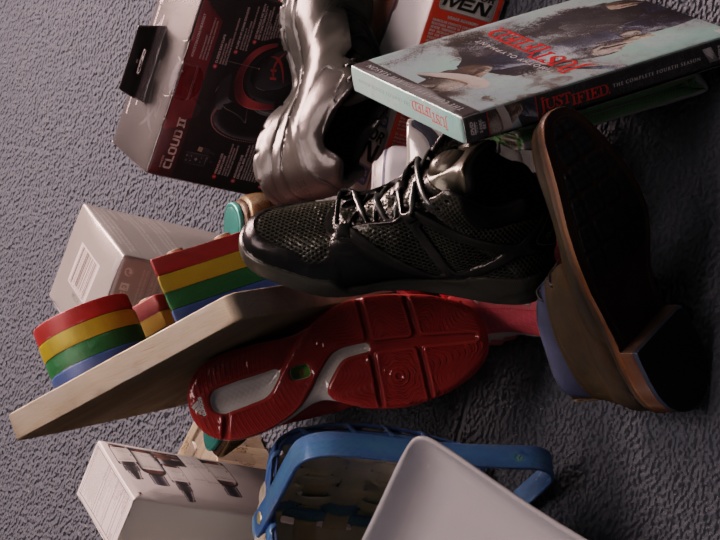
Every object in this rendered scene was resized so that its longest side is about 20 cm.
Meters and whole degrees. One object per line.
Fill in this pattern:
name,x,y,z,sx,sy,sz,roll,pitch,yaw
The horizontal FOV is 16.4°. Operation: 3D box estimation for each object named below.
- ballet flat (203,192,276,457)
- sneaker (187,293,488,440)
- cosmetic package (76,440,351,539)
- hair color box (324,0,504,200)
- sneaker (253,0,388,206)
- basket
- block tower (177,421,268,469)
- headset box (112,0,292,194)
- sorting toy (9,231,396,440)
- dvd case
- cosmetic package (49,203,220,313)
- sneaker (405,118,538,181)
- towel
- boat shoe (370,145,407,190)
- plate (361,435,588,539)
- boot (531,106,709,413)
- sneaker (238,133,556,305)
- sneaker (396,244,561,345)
ballet flat,-0.068,0.041,1.798,0.068,0.072,0.201,-141,54,-63
sneaker,-0.013,0.059,1.659,0.116,0.199,0.079,-23,-77,-87
cosmetic package,-0.094,0.174,1.773,0.051,0.199,0.083,-65,34,19
hair color box,0.028,-0.132,1.809,0.111,0.064,0.201,34,108,58
sneaker,-0.012,-0.139,1.751,0.091,0.076,0.201,-8,70,48
basket,0.012,0.161,1.632,0.200,0.176,0.140,130,142,-55
block tower,-0.082,0.197,1.890,0.054,0.058,0.200,-61,37,27
headset box,-0.083,-0.137,1.859,0.075,0.199,0.149,38,113,56
sorting toy,-0.112,0.032,1.661,0.200,0.199,0.070,-28,80,30
dvd case,0.114,-0.129,1.550,0.146,0.199,0.022,32,137,58
cosmetic package,-0.118,0.022,1.866,0.091,0.199,0.107,-67,29,14
sneaker,0.099,-0.062,1.665,0.199,0.129,0.080,65,-152,-77
towel,0.110,-0.124,1.605,0.200,0.152,0.024,28,132,58
boat shoe,0.000,0.000,1.742,0.074,0.065,0.201,-77,-4,-58
plate,0.081,0.227,1.547,0.200,0.032,0.200,31,114,14
boot,0.129,0.000,1.507,0.097,0.075,0.201,-9,109,50
sneaker,0.022,-0.039,1.539,0.076,0.198,0.115,-79,-10,-46
sneaker,0.095,0.012,1.628,0.200,0.086,0.074,-16,67,55
